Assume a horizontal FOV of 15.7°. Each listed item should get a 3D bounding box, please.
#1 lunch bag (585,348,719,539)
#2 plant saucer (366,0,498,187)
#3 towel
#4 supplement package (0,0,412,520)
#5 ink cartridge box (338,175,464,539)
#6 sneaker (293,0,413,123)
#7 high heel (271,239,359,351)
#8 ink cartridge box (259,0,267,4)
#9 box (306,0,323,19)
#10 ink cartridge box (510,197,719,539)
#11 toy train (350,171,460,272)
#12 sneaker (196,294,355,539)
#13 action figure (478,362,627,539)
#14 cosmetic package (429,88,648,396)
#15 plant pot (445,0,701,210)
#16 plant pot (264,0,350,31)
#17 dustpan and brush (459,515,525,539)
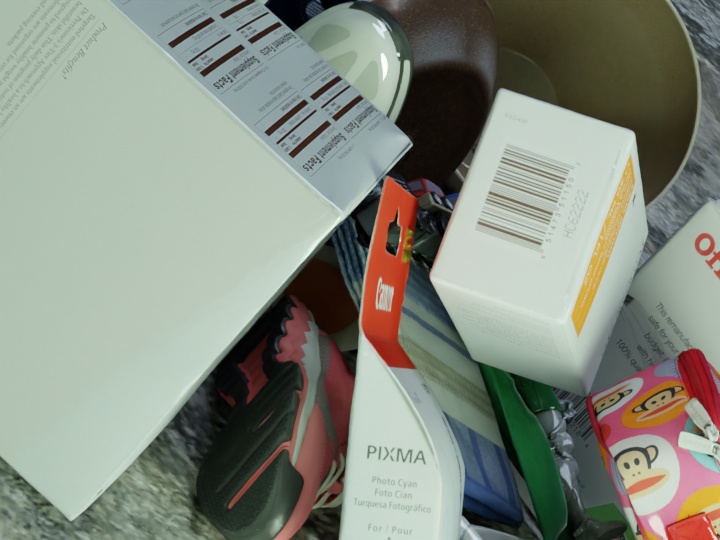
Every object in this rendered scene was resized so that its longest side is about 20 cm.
[{"bbox_3d":[0.183,0.150,1.299,0.176,0.082,0.200,-85,150,-76],"label":"lunch bag"},{"bbox_3d":[0.003,-0.070,1.421,0.037,0.200,0.200,51,21,25],"label":"plant saucer"},{"bbox_3d":[0.028,0.031,1.356,0.147,0.024,0.200,33,36,-63],"label":"towel"},{"bbox_3d":[-0.121,-0.042,1.142,0.200,0.191,0.147,43,20,0],"label":"supplement package"},{"bbox_3d":[0.026,0.064,1.174,0.047,0.201,0.160,7,-2,7],"label":"ink cartridge box"},{"bbox_3d":[-0.062,-0.049,1.265,0.076,0.200,0.115,50,24,6],"label":"sneaker"},{"bbox_3d":[0.000,0.000,1.459,0.200,0.067,0.096,30,32,-44],"label":"high heel"},{"bbox_3d":[-0.092,-0.213,1.201,0.176,0.084,0.200,41,-14,0],"label":"ink cartridge box"},{"bbox_3d":[-0.062,-0.194,1.679,0.136,0.038,0.200,27,4,-43],"label":"box"},{"bbox_3d":[0.187,0.082,1.466,0.084,0.200,0.146,15,34,-53],"label":"ink cartridge box"},{"bbox_3d":[0.034,-0.025,1.359,0.046,0.034,0.200,59,13,16],"label":"toy train"},{"bbox_3d":[-0.021,0.082,1.257,0.087,0.074,0.200,39,20,-14],"label":"sneaker"},{"bbox_3d":[0.093,0.072,1.433,0.118,0.055,0.200,77,-9,-62],"label":"action figure"},{"bbox_3d":[0.093,-0.009,1.304,0.071,0.102,0.200,19,-9,12],"label":"cosmetic package"},{"bbox_3d":[0.116,-0.118,1.802,0.200,0.200,0.134,39,-15,-12],"label":"plant pot"},{"bbox_3d":[-0.082,-0.151,1.447,0.180,0.200,0.200,45,18,27],"label":"plant pot"},{"bbox_3d":[0.066,0.147,1.302,0.200,0.057,0.140,16,5,15],"label":"dustpan and brush"}]
